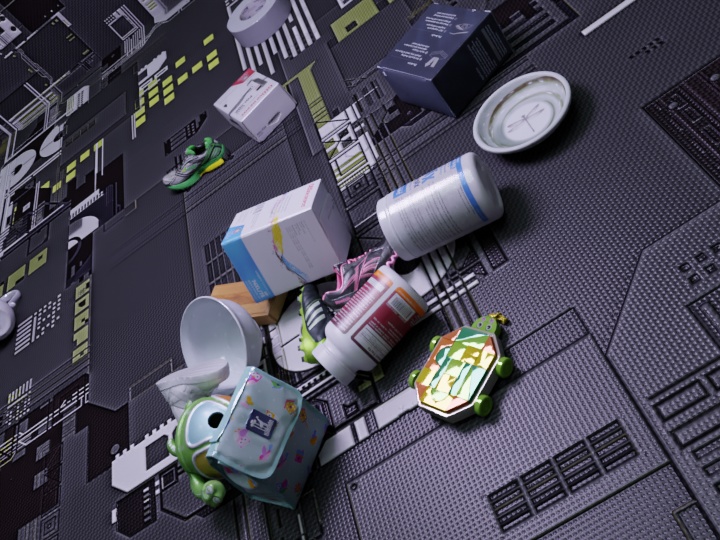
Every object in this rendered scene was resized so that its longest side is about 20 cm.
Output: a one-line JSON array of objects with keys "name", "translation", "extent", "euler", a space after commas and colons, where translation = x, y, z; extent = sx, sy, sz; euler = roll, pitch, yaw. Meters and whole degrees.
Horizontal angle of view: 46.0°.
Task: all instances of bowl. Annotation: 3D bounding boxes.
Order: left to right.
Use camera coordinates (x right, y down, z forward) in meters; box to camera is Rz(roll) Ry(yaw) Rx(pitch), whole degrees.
[{"name": "bowl", "translation": [-0.256, 0.140, 1.656], "extent": [0.201, 0.090, 0.202], "euler": [12, 108, 39]}]

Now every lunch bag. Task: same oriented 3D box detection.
[{"name": "lunch bag", "translation": [-0.158, 0.272, 1.389], "extent": [0.122, 0.200, 0.171], "euler": [4, 57, 33]}]

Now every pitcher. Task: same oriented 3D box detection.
[{"name": "pitcher", "translation": [-1.016, 0.117, 2.371], "extent": [0.172, 0.121, 0.200], "euler": [-42, 24, -21]}]

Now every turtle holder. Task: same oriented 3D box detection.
[{"name": "turtle holder", "translation": [-0.255, 0.303, 1.485], "extent": [0.132, 0.141, 0.186], "euler": [-19, 22, 39]}]

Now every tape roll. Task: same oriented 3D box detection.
[{"name": "tape roll", "translation": [-0.308, -0.773, 2.575], "extent": [0.200, 0.066, 0.201], "euler": [-24, 42, 24]}]

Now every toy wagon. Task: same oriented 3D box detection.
[{"name": "toy wagon", "translation": [0.167, 0.144, 1.352], "extent": [0.155, 0.040, 0.200], "euler": [15, 66, 47]}]

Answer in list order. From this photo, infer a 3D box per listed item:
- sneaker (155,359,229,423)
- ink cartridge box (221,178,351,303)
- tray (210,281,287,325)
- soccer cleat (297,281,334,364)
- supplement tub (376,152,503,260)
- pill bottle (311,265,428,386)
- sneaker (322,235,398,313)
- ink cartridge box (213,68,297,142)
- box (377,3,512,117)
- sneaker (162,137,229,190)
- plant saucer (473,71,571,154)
[{"name": "sneaker", "translation": [-0.299, 0.240, 1.621], "extent": [0.200, 0.116, 0.074], "euler": [-19, 8, 43]}, {"name": "ink cartridge box", "translation": [-0.141, -0.060, 1.676], "extent": [0.200, 0.146, 0.147], "euler": [-21, 24, 16]}, {"name": "tray", "translation": [-0.244, 0.069, 1.786], "extent": [0.200, 0.037, 0.099], "euler": [-8, 51, 35]}, {"name": "soccer cleat", "translation": [-0.075, 0.095, 1.600], "extent": [0.081, 0.068, 0.200], "euler": [-11, 42, 5]}, {"name": "supplement tub", "translation": [0.144, -0.114, 1.532], "extent": [0.200, 0.132, 0.132], "euler": [-25, 42, 21]}, {"name": "pill bottle", "translation": [0.013, 0.098, 1.471], "extent": [0.200, 0.113, 0.113], "euler": [-46, 39, -3]}, {"name": "sneaker", "translation": [0.000, 0.000, 1.572], "extent": [0.200, 0.095, 0.079], "euler": [-58, 1, -18]}, {"name": "ink cartridge box", "translation": [-0.279, -0.437, 2.233], "extent": [0.147, 0.083, 0.200], "euler": [-47, 38, -5]}, {"name": "box", "translation": [0.179, -0.454, 1.818], "extent": [0.200, 0.117, 0.197], "euler": [-49, 39, -8]}, {"name": "sneaker", "translation": [-0.448, -0.287, 2.246], "extent": [0.200, 0.085, 0.078], "euler": [-33, 40, 15]}, {"name": "plant saucer", "translation": [0.312, -0.287, 1.605], "extent": [0.200, 0.050, 0.200], "euler": [-24, 42, 24]}]
